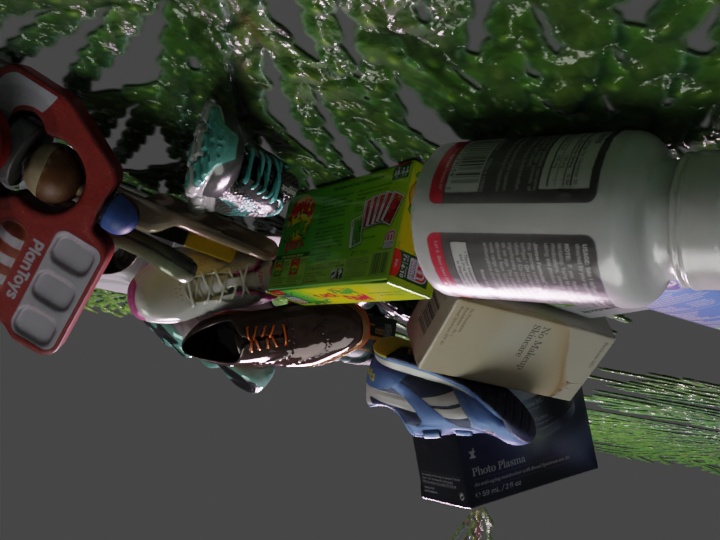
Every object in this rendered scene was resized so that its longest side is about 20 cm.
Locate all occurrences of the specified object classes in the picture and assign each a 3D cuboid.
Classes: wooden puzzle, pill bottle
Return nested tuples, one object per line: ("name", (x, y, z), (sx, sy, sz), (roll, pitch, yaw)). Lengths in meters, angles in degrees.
("wooden puzzle", (-0.199, -0.052, 0.791), (0.184, 0.038, 0.200), (23, -176, 25))
("pill bottle", (0.141, -0.033, 0.534), (0.198, 0.112, 0.110), (3, 164, 38))

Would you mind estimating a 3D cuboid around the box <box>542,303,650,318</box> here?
("box", (0.178, -0.004, 0.775), (0.198, 0.042, 0.156), (16, 167, -15))

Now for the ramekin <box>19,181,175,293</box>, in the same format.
("ramekin", (-0.321, -0.041, 0.985), (0.198, 0.099, 0.201), (13, 167, 3))

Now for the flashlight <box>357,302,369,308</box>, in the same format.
("flashlight", (0.000, 0.000, 0.826), (0.067, 0.069, 0.200), (-12, 161, -33))

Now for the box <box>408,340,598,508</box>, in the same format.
("box", (0.169, 0.168, 1.021), (0.198, 0.201, 0.123), (-9, 176, -26))

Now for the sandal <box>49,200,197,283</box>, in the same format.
("sandal", (-0.235, -0.021, 0.741), (0.200, 0.058, 0.080), (22, 178, 33))

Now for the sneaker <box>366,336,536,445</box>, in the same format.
("sneaker", (0.095, 0.147, 0.899), (0.198, 0.083, 0.074), (25, -162, 9))

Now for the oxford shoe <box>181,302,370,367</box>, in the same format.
("oxford shoe", (-0.087, 0.070, 0.823), (0.198, 0.072, 0.072), (-10, -178, 23))

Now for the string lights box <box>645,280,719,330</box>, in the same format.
("string lights box", (0.285, 0.004, 0.663), (0.198, 0.060, 0.103), (16, 166, -13))

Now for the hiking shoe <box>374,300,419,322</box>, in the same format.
("hiking shoe", (0.049, 0.031, 0.969), (0.100, 0.077, 0.199), (-3, 160, 41))

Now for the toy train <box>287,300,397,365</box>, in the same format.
("toy train", (-0.019, 0.058, 1.031), (0.084, 0.115, 0.199), (3, 172, 31))

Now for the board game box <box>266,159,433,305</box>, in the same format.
("board game box", (-0.006, -0.026, 0.727), (0.047, 0.103, 0.199), (21, 165, -32))

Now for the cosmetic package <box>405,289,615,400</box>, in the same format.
("cosmetic package", (0.161, 0.067, 0.889), (0.198, 0.073, 0.104), (14, 123, -19))

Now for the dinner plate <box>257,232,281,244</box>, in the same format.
("dinner plate", (-0.145, -0.011, 0.993), (0.198, 0.025, 0.200), (-9, 163, -3))

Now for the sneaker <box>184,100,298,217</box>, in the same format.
("sneaker", (-0.093, -0.082, 0.665), (0.090, 0.079, 0.200), (11, 177, -9))

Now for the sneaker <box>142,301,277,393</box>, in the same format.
("sneaker", (-0.158, 0.042, 0.961), (0.199, 0.140, 0.078), (28, 154, 16))

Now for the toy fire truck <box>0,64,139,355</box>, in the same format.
("toy fire truck", (-0.272, -0.051, 0.664), (0.167, 0.201, 0.112), (32, -167, -8))

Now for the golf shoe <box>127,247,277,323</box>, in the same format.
("golf shoe", (-0.141, 0.008, 0.844), (0.199, 0.076, 0.091), (-16, -171, -41))
